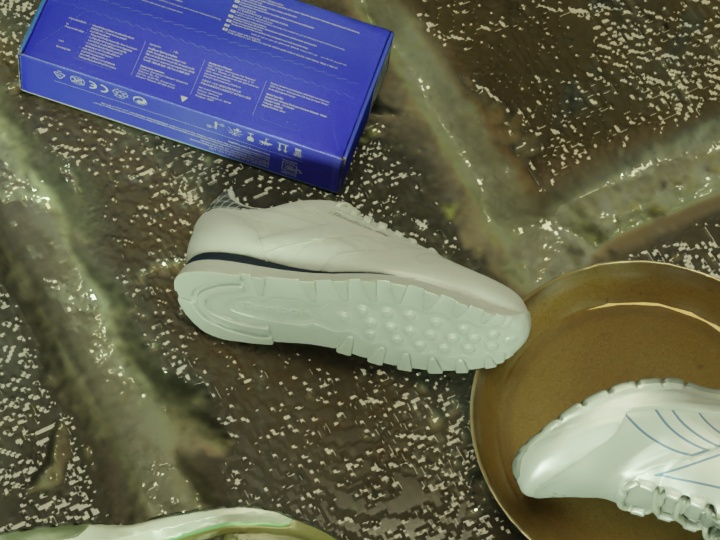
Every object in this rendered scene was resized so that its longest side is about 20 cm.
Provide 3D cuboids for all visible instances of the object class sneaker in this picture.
[{"bbox_3d":[0.181,0.104,1.440,0.200,0.075,0.087,-6,68,-7],"label":"sneaker"},{"bbox_3d":[-0.102,0.175,1.417,0.200,0.077,0.089,-6,76,-2],"label":"sneaker"},{"bbox_3d":[0.000,0.000,1.500,0.200,0.076,0.081,12,48,9],"label":"sneaker"}]

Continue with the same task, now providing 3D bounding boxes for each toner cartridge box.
[{"bbox_3d":[-0.090,-0.122,1.579,0.200,0.043,0.095,19,62,5],"label":"toner cartridge box"}]

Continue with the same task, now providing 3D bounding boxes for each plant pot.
[{"bbox_3d":[0.158,0.088,1.499,0.200,0.028,0.200,2,63,-4],"label":"plant pot"}]
